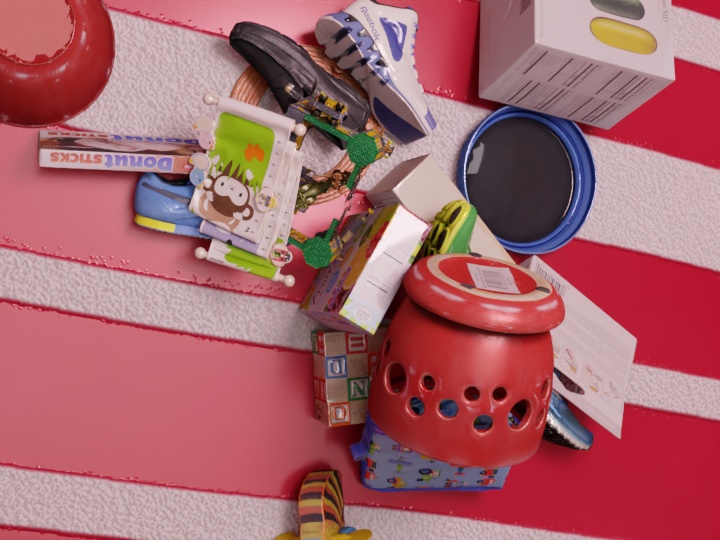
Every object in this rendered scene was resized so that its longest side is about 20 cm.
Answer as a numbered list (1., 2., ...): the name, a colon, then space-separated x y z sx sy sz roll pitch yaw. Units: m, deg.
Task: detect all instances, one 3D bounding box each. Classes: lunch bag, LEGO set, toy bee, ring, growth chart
1. lunch bag: 0.085 0.215 1.278 0.198 0.151 0.095 -8 52 -12
2. LEGO set: -0.044 -0.112 1.206 0.153 0.116 0.202 21 110 11
3. toy bee: -0.040 0.346 1.247 0.130 0.108 0.201 -33 77 21
4. ring: -0.068 -0.183 1.292 0.198 0.019 0.203 0 90 -20
5. growth chart: -0.131 -0.092 1.165 0.143 0.018 0.202 11 105 13

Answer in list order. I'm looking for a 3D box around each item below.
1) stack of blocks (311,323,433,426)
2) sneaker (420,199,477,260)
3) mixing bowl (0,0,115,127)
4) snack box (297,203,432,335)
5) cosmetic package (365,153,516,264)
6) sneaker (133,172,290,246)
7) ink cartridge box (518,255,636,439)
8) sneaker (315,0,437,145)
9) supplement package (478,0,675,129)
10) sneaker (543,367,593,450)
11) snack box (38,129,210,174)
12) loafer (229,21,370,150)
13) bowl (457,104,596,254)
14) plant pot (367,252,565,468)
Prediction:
1. stack of blocks: 0.042 0.127 1.310 0.198 0.059 0.116 -5 92 -19
2. sneaker: 0.114 0.006 1.232 0.083 0.074 0.202 2 120 -10
3. mixing bowl: -0.368 -0.265 1.143 0.198 0.108 0.202 0 91 -18
4. snack box: 0.000 0.000 1.219 0.053 0.200 0.143 32 81 -13
5. cosmetic package: 0.106 -0.044 1.308 0.073 0.103 0.200 -42 104 -15
6. sneaker: -0.168 -0.076 1.229 0.198 0.066 0.079 11 98 -16
7. ink cartridge box: 0.269 0.105 1.352 0.199 0.045 0.177 37 48 -15
8. sneaker: 0.045 -0.266 1.291 0.115 0.080 0.200 -48 110 -24
9. supplement package: 0.273 -0.297 1.319 0.198 0.151 0.153 10 70 -19
10. sneaker: 0.250 0.159 1.373 0.200 0.078 0.090 47 73 -13
11. snack box: -0.269 -0.137 1.195 0.198 0.072 0.025 1 114 -19
12. loafer: -0.077 -0.222 1.243 0.200 0.068 0.071 35 72 -19
13. bowl: 0.220 -0.122 1.379 0.199 0.039 0.203 0 90 -18
14. plant pot: 0.117 0.088 1.125 0.198 0.201 0.184 2 110 -19
